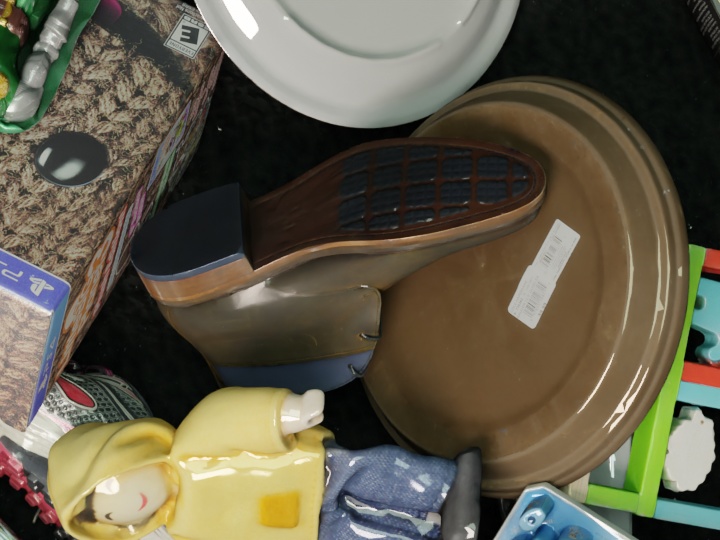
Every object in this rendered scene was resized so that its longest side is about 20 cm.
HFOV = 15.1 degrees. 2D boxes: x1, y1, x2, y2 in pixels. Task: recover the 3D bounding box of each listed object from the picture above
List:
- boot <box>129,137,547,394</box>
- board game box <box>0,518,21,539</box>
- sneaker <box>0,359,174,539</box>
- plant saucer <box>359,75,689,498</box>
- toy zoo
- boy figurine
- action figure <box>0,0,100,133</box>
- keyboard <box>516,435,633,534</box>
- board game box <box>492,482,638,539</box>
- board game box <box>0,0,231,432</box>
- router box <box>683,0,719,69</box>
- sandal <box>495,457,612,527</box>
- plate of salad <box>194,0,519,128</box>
[{"bbox_3d":[0.000,0.000,1.283,0.198,0.097,0.075,-10,42,14],"label":"boot"},{"bbox_3d":[-0.206,0.189,1.294,0.200,0.064,0.148,45,84,7],"label":"board game box"},{"bbox_3d":[-0.155,0.066,1.310,0.200,0.081,0.075,43,69,-2],"label":"sneaker"},{"bbox_3d":[0.066,0.006,1.279,0.199,0.029,0.202,-8,78,39],"label":"plant saucer"},{"bbox_3d":[0.194,0.062,1.302,0.199,0.020,0.132,11,89,-22],"label":"toy zoo"},{"bbox_3d":[-0.044,0.099,1.240,0.198,0.125,0.065,9,43,-6],"label":"boy figurine"},{"bbox_3d":[-0.161,-0.129,1.236,0.117,0.055,0.201,18,55,-6],"label":"action figure"},{"bbox_3d":[0.102,0.112,1.296,0.056,0.011,0.202,0,93,2],"label":"keyboard"},{"bbox_3d":[0.114,0.232,1.265,0.199,0.026,0.201,32,109,4],"label":"board game box"},{"bbox_3d":[-0.177,-0.055,1.269,0.159,0.097,0.201,25,51,3],"label":"board game box"},{"bbox_3d":[0.254,-0.177,1.354,0.199,0.052,0.158,-26,83,-4],"label":"router box"},{"bbox_3d":[0.092,0.093,1.323,0.075,0.048,0.202,-1,94,-2],"label":"sandal"},{"bbox_3d":[-0.007,-0.168,1.323,0.199,0.048,0.202,3,83,-31],"label":"plate of salad"}]
